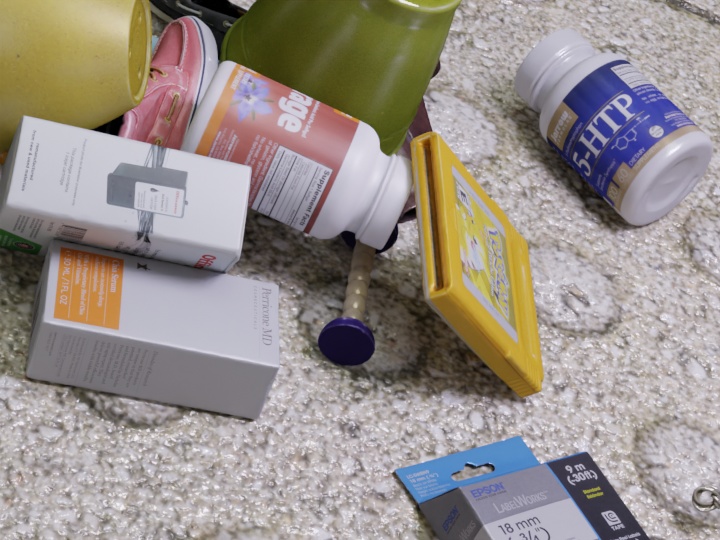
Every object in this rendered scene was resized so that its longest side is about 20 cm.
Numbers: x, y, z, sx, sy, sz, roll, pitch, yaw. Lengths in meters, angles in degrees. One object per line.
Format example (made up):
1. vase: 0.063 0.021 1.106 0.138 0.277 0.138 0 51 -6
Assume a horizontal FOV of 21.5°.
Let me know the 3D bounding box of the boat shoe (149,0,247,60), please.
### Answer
1. boat shoe: -0.165 -0.277 1.933 0.072 0.068 0.200 -13 45 -37

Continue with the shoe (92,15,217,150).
1. shoe: -0.193 -0.164 1.747 0.091 0.071 0.201 31 55 -40

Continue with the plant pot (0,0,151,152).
1. plant pot: -0.259 -0.196 1.643 0.141 0.201 0.200 4 42 5

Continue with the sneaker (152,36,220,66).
1. sneaker: -0.140 -0.182 1.836 0.200 0.082 0.074 36 42 14

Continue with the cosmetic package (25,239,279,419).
1. cosmetic package: -0.172 0.050 1.587 0.199 0.071 0.102 11 42 -15

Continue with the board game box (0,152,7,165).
1. board game box: -0.315 -0.135 1.750 0.200 0.030 0.096 29 41 10

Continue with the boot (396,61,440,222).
1. boot: 0.049 -0.138 1.908 0.200 0.072 0.167 -28 74 -44

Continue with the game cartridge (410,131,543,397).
1. game cartridge: 0.108 -0.002 1.695 0.200 0.032 0.177 43 34 -46

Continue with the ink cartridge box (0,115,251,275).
1. ink cartridge box: -0.205 -0.054 1.613 0.199 0.147 0.083 13 74 -14

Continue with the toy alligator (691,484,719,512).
1. toy alligator: 0.381 0.229 1.676 0.199 0.059 0.054 22 -1 -1

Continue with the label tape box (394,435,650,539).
1. label tape box: 0.142 0.208 1.573 0.144 0.063 0.200 -11 52 -34

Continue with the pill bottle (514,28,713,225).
1. pill bottle: 0.256 -0.153 1.963 0.119 0.120 0.200 -20 57 -39

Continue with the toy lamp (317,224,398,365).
1. toy lamp: 0.000 0.000 1.733 0.058 0.058 0.200 19 44 -5

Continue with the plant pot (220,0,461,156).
1. plant pot: -0.002 -0.228 1.760 0.200 0.193 0.201 17 49 -20

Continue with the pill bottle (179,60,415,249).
1. pill bottle: -0.054 -0.097 1.690 0.199 0.112 0.112 24 41 -4
